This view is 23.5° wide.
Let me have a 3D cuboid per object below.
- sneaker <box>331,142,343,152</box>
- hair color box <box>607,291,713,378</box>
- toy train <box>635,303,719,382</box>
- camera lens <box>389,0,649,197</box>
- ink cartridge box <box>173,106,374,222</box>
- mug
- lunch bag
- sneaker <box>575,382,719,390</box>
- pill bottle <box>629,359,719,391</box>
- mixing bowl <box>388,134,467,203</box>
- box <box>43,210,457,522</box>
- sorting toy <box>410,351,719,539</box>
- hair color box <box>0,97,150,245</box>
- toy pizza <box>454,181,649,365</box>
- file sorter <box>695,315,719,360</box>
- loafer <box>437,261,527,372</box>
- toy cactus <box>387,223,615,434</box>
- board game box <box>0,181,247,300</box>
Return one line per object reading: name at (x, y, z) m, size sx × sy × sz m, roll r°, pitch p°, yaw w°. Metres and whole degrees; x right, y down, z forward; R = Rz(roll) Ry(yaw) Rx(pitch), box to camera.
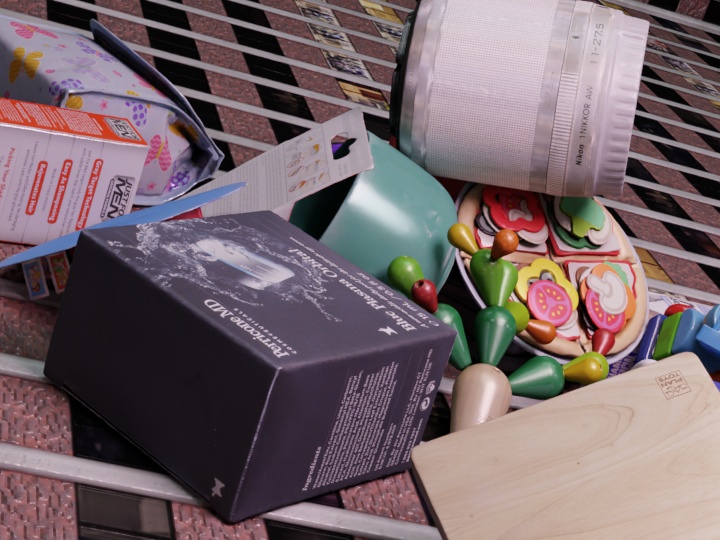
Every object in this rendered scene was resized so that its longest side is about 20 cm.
sneaker at (-0.028, -0.087, 1.695) m, size 0.099 × 0.070 × 0.200 m, roll 19°, pitch 15°, yaw 20°
hair color box at (0.261, 0.065, 1.561) m, size 0.198 × 0.065 × 0.110 m, roll 11°, pitch 22°, yaw -17°
toy train at (0.342, 0.093, 1.454) m, size 0.199 × 0.085 × 0.116 m, roll 29°, pitch -24°, yaw -12°
camera lens at (0.130, -0.149, 1.438) m, size 0.198 × 0.162 × 0.160 m, roll 10°, pitch 19°, yaw 8°
ink cartridge box at (-0.075, -0.048, 1.388) m, size 0.198 × 0.050 × 0.162 m, roll -24°, pitch 22°, yaw 6°
mug at (0.000, -0.005, 1.404) m, size 0.114 × 0.186 × 0.152 m, roll 33°, pitch -3°, yaw -15°
lunch bag at (-0.240, -0.146, 1.557) m, size 0.199 × 0.128 × 0.169 m, roll 8°, pitch 24°, yaw -47°
sneaker at (0.264, 0.118, 1.393) m, size 0.198 × 0.083 × 0.071 m, roll 16°, pitch 22°, yaw -8°
pill bottle at (0.280, 0.151, 1.268) m, size 0.198 × 0.121 × 0.120 m, roll 19°, pitch 20°, yaw -3°
mixing bowl at (0.098, -0.086, 1.589) m, size 0.199 × 0.202 × 0.108 m, roll 26°, pitch 17°, yaw 19°
box at (-0.074, 0.057, 1.192) m, size 0.196 × 0.118 × 0.199 m, roll 32°, pitch 24°, yaw 31°
sorting toy at (0.157, 0.173, 1.062) m, size 0.198 × 0.070 × 0.200 m, roll -18°, pitch 49°, yaw -9°
hair color box at (-0.279, -0.079, 1.377) m, size 0.198 × 0.102 × 0.061 m, roll 8°, pitch 22°, yaw -31°
toy pizza at (0.167, -0.010, 1.469) m, size 0.198 × 0.032 × 0.202 m, roll 17°, pitch 52°, yaw -22°
file sorter at (0.379, 0.064, 1.278) m, size 0.199 × 0.123 × 0.139 m, roll 32°, pitch 0°, yaw 36°
loafer at (0.087, 0.016, 1.524) m, size 0.071 × 0.064 × 0.200 m, roll 3°, pitch 26°, yaw -38°
toy cactus at (0.107, 0.061, 1.316) m, size 0.199 × 0.102 × 0.166 m, roll 32°, pitch 55°, yaw -24°
board game box at (-0.173, -0.018, 1.309) m, size 0.198 × 0.039 × 0.158 m, roll -14°, pitch 8°, yaw 25°
